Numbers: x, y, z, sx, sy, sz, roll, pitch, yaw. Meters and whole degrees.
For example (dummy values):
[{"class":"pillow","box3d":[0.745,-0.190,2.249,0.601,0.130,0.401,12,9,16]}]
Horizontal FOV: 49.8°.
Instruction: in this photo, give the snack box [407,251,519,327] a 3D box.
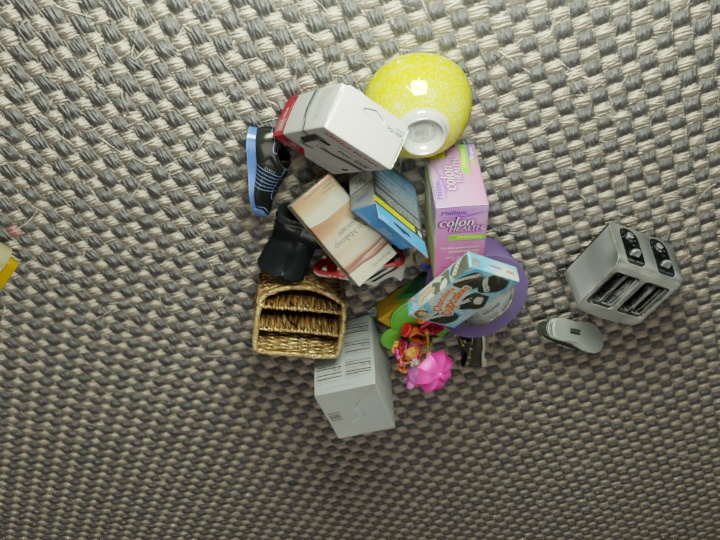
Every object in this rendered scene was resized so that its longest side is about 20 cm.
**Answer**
[{"class":"snack box","box3d":[0.192,0.041,1.480,0.116,0.037,0.200,16,143,-27]}]

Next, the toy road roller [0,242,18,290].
[{"class":"toy road roller","box3d":[-0.812,0.008,1.584,0.123,0.146,0.200,38,85,-35]}]

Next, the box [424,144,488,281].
[{"class":"box","box3d":[0.178,-0.106,1.478,0.096,0.176,0.200,-4,136,1]}]

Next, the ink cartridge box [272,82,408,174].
[{"class":"ink cartridge box","box3d":[-0.038,-0.235,1.316,0.147,0.083,0.200,28,170,-29]}]

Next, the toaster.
[{"class":"toaster","box3d":[0.557,0.012,1.673,0.180,0.119,0.200,17,132,-20]}]

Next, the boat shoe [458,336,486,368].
[{"class":"boat shoe","box3d":[0.264,0.172,1.849,0.060,0.072,0.201,-12,138,2]}]

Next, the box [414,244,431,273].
[{"class":"box","box3d":[0.228,-0.008,1.683,0.200,0.042,0.119,34,124,-30]}]

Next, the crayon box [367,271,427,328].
[{"class":"crayon box","box3d":[0.128,0.089,1.768,0.126,0.052,0.200,33,126,-32]}]

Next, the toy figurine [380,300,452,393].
[{"class":"toy figurine","box3d":[0.129,0.188,1.702,0.150,0.184,0.200,30,127,-31]}]

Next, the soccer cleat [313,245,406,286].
[{"class":"soccer cleat","box3d":[0.000,0.000,1.656,0.199,0.069,0.085,-8,132,-3]}]

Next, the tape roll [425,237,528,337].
[{"class":"tape roll","box3d":[0.242,0.036,1.621,0.199,0.085,0.200,-8,122,-14]}]

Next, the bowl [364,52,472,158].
[{"class":"bowl","box3d":[0.104,-0.265,1.356,0.200,0.108,0.200,-2,136,-2]}]

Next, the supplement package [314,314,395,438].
[{"class":"supplement package","box3d":[-0.015,0.249,1.817,0.147,0.200,0.191,-12,135,9]}]

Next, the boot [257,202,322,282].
[{"class":"boot","box3d":[-0.099,-0.046,1.591,0.200,0.077,0.168,12,133,-13]}]

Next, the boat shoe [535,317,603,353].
[{"class":"boat shoe","box3d":[0.504,0.151,1.860,0.200,0.071,0.064,20,165,-34]}]

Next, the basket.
[{"class":"basket","box3d":[-0.129,0.091,1.680,0.199,0.149,0.143,7,135,-10]}]

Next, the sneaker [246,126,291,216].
[{"class":"sneaker","box3d":[-0.168,-0.180,1.451,0.078,0.070,0.200,4,135,1]}]

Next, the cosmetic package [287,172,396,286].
[{"class":"cosmetic package","box3d":[-0.036,-0.078,1.474,0.103,0.087,0.200,-42,100,-4]}]

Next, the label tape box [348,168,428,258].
[{"class":"label tape box","box3d":[0.048,-0.113,1.443,0.063,0.200,0.144,-34,129,27]}]
